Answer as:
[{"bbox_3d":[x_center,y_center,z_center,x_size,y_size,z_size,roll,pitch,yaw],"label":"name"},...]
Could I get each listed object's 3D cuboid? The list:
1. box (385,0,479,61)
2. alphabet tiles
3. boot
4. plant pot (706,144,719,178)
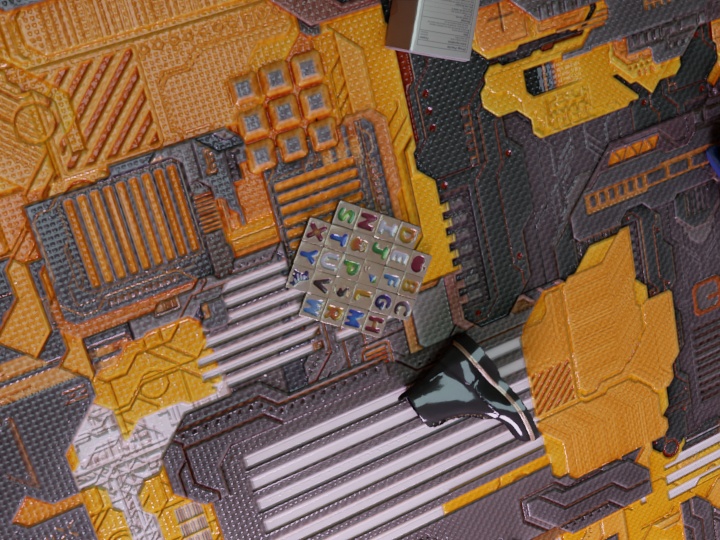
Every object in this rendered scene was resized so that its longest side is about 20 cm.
[{"bbox_3d":[0.100,-0.373,1.376,0.095,0.078,0.200,5,103,-26],"label":"box"},{"bbox_3d":[0.000,0.000,1.480,0.200,0.006,0.167,17,97,-29],"label":"alphabet tiles"},{"bbox_3d":[0.158,0.206,1.587,0.138,0.077,0.200,-40,105,-5],"label":"boot"},{"bbox_3d":[0.652,-0.173,1.617,0.200,0.200,0.180,-12,148,-23],"label":"plant pot"}]
